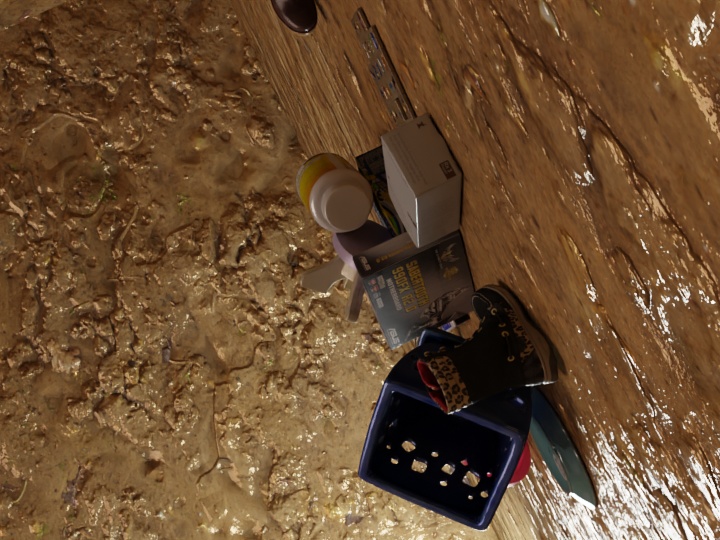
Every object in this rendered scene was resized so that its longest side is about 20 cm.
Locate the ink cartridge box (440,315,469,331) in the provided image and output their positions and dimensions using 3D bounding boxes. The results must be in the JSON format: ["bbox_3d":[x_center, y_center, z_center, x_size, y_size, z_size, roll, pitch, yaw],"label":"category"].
[{"bbox_3d":[0.154,0.063,1.825,0.095,0.037,0.200,63,174,6],"label":"ink cartridge box"}]

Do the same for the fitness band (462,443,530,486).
[{"bbox_3d":[0.212,0.282,1.709,0.200,0.037,0.144,48,-140,3],"label":"fitness band"}]

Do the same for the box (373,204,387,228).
[{"bbox_3d":[0.080,-0.070,1.837,0.200,0.051,0.158,63,176,3],"label":"box"}]

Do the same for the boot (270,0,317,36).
[{"bbox_3d":[-0.134,-0.511,1.679,0.166,0.072,0.200,74,173,-80],"label":"boot"}]

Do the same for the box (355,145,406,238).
[{"bbox_3d":[0.063,-0.112,1.685,0.070,0.064,0.200,74,170,-66],"label":"box"}]

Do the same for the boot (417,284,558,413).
[{"bbox_3d":[0.144,0.098,1.259,0.200,0.150,0.073,-123,16,-53],"label":"boot"}]

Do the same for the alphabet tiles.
[{"bbox_3d":[0.035,-0.275,1.422,0.167,0.008,0.200,-144,29,-83],"label":"alphabet tiles"}]

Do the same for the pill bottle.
[{"bbox_3d":[-0.042,-0.131,1.695,0.109,0.109,0.200,66,176,-22],"label":"pill bottle"}]

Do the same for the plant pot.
[{"bbox_3d":[0.130,0.204,1.369,0.180,0.200,0.200,-54,-18,-53],"label":"plant pot"}]

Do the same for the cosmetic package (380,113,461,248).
[{"bbox_3d":[0.083,-0.115,1.333,0.102,0.074,0.200,62,177,19],"label":"cosmetic package"}]

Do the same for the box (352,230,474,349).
[{"bbox_3d":[0.088,0.021,1.517,0.200,0.158,0.048,69,176,-51],"label":"box"}]

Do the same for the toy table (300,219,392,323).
[{"bbox_3d":[0.000,0.000,1.721,0.200,0.184,0.117,-64,-4,-68],"label":"toy table"}]

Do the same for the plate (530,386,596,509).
[{"bbox_3d":[0.282,0.261,1.446,0.200,0.026,0.200,155,90,-86],"label":"plate"}]

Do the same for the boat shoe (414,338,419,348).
[{"bbox_3d":[0.159,0.163,1.967,0.200,0.067,0.057,46,-168,-41],"label":"boat shoe"}]
